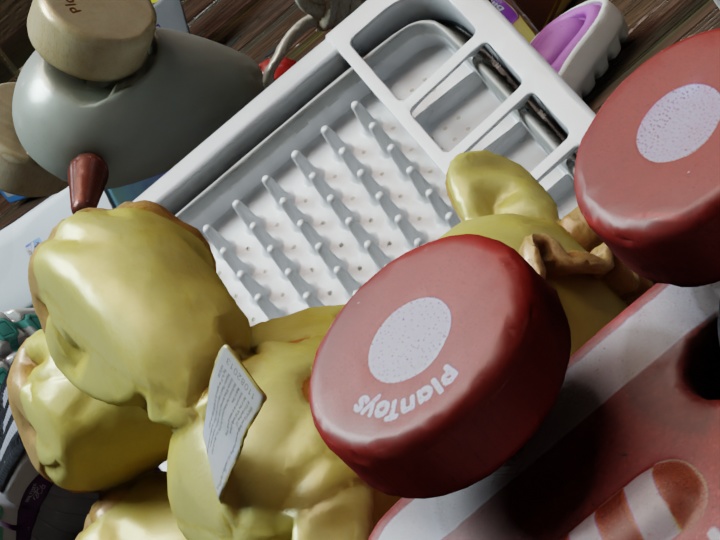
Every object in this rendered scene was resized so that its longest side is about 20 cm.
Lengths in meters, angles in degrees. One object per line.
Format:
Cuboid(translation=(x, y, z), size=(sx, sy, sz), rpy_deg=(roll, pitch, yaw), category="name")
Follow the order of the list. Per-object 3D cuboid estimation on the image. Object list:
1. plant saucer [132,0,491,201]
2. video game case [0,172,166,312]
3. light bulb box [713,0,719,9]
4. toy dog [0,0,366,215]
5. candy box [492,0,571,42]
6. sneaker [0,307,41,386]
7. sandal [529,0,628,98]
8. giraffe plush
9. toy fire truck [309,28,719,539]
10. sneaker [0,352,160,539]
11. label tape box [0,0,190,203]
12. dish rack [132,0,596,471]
Cuboid(translation=(-0.021, -0.064, 1.331), size=(0.199, 0.030, 0.200), rpy_deg=(-30, 2, 1), category="plant saucer")
Cuboid(translation=(-0.125, -0.018, 1.499), size=(0.181, 0.046, 0.200), rpy_deg=(-31, -4, 36), category="video game case")
Cuboid(translation=(0.182, -0.159, 0.886), size=(0.124, 0.199, 0.200), rpy_deg=(-25, 18, 42), category="light bulb box")
Cuboid(translation=(-0.057, -0.054, 1.163), size=(0.199, 0.132, 0.097), rpy_deg=(-8, 52, -9), category="toy dog")
Cuboid(translation=(0.084, -0.205, 1.516), size=(0.056, 0.117, 0.200), rpy_deg=(-26, 19, 46), category="candy box")
Cuboid(translation=(-0.141, 0.054, 1.348), size=(0.200, 0.078, 0.091), rpy_deg=(-26, -9, -46), category="sneaker")
Cuboid(translation=(0.050, -0.064, 1.273), size=(0.082, 0.050, 0.203), rpy_deg=(-28, 17, 42), category="sandal")
Cuboid(translation=(0.009, 0.039, 0.854), size=(0.161, 0.173, 0.200), rpy_deg=(-21, -7, -26), category="giraffe plush")
Cuboid(translation=(0.092, 0.048, 0.687), size=(0.200, 0.112, 0.168), rpy_deg=(-38, 37, 6), category="toy fire truck")
Cuboid(translation=(-0.121, 0.100, 1.209), size=(0.200, 0.087, 0.075), rpy_deg=(127, 149, -57), category="sneaker")
Cuboid(translation=(-0.188, -0.142, 2.200), size=(0.200, 0.066, 0.143), rpy_deg=(-42, 13, -25), category="label tape box")
Cuboid(translation=(0.000, 0.000, 1.070), size=(0.200, 0.044, 0.172), rpy_deg=(-39, 50, 0), category="dish rack")
